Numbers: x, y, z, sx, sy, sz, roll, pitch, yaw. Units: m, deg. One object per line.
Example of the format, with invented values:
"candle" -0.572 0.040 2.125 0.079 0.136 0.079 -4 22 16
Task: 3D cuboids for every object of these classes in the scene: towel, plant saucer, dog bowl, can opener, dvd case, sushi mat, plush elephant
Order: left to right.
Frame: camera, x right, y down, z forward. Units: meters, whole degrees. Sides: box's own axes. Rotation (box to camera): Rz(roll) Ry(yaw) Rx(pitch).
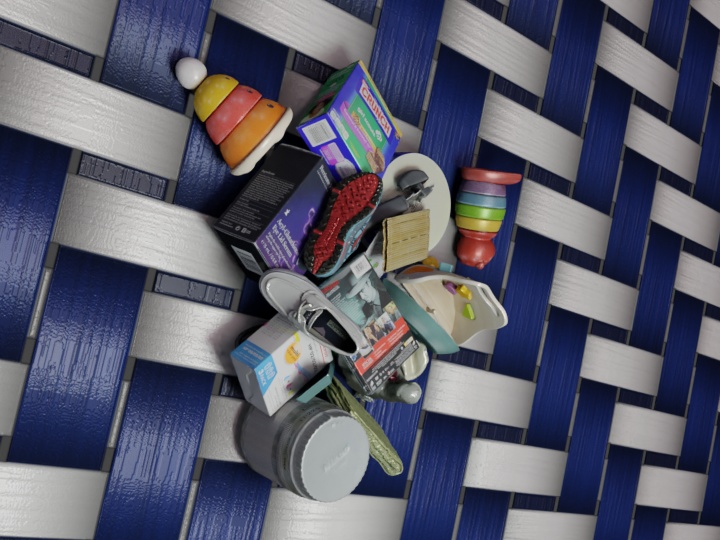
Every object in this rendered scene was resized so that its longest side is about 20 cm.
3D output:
"plant saucer" -0.073 0.189 1.541 0.070 0.200 0.019 -39 92 2
"towel" 0.000 0.286 1.645 0.036 0.149 0.200 -39 122 1
"dvd case" 0.008 0.089 1.524 0.146 0.022 0.201 -40 105 -38
"plush elephant" 0.047 0.157 1.648 0.163 0.200 0.156 27 71 0
"can opener" 0.054 -0.127 1.619 0.199 0.053 0.067 -27 78 -33
"dog bowl" 0.078 -0.127 1.709 0.198 0.078 0.203 -4 96 -38
"sushi mat" 0.085 -0.056 1.605 0.200 0.012 0.097 -18 111 -63
"plant saucer" 0.103 0.096 1.681 0.036 0.200 0.200 -46 121 -6

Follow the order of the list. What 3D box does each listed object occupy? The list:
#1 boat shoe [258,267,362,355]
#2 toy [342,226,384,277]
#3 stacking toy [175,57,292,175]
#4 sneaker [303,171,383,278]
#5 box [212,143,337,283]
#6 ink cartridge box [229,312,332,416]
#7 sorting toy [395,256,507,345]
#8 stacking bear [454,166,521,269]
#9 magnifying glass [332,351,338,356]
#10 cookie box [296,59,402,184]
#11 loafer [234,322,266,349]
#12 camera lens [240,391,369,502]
"boat shoe" -0.078 0.066 1.428 0.199 0.065 0.074 32 98 -6
"toy" 0.000 0.000 1.629 0.201 0.047 0.115 -53 155 20
"stacking toy" -0.222 -0.268 1.446 0.200 0.146 0.147 43 67 -16
"sneaker" -0.029 -0.078 1.507 0.201 0.079 0.096 -55 168 -6
"box" -0.130 -0.088 1.505 0.201 0.104 0.148 -54 143 -20
"ink cartridge box" -0.117 0.134 1.508 0.200 0.067 0.116 -41 137 -30
"sorting toy" 0.200 0.057 1.756 0.107 0.179 0.201 -51 122 -23
"stacking bear" 0.247 -0.107 1.831 0.113 0.121 0.203 -1 101 -40
"magnifying glass" -0.042 0.099 1.596 0.200 0.022 0.080 71 39 -69
"cookie box" -0.014 -0.249 1.581 0.172 0.075 0.201 57 34 -27
"loafer" -0.128 0.105 1.573 0.199 0.063 0.073 -29 109 -33
"camera lens" -0.100 0.295 1.520 0.159 0.199 0.162 -8 102 -38
